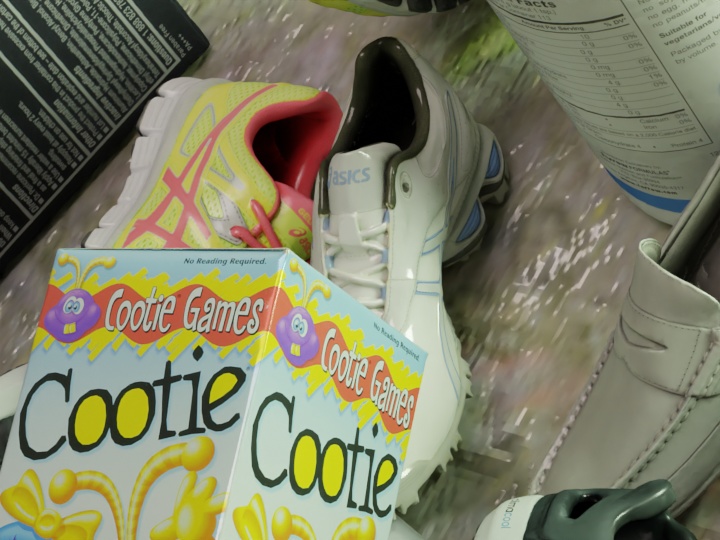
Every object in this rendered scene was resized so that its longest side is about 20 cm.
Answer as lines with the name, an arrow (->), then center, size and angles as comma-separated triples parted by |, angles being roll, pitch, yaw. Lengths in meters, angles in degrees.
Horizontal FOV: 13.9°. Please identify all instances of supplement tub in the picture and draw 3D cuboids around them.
supplement tub -> 0.113, -0.118, 1.089 | 0.131, 0.200, 0.132 | -18, 47, 21

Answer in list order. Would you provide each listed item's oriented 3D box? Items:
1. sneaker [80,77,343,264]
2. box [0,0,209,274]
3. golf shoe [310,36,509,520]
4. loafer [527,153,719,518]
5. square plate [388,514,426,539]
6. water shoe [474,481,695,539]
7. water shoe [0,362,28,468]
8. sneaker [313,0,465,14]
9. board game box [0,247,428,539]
sneaker -> -0.058, -0.005, 1.201 | 0.090, 0.078, 0.201 | -6, 53, 27
box -> -0.209, -0.105, 1.292 | 0.199, 0.200, 0.123 | -49, 45, -10
golf shoe -> 0.000, 0.000, 1.137 | 0.078, 0.097, 0.201 | -6, 51, 20
loafer -> 0.118, 0.015, 1.053 | 0.200, 0.070, 0.070 | -56, 35, 4
square plate -> -0.034, 0.174, 1.077 | 0.198, 0.028, 0.200 | -47, 44, -8
water shoe -> 0.078, 0.141, 0.950 | 0.079, 0.072, 0.200 | -18, 39, 15
water shoe -> -0.169, 0.116, 1.199 | 0.200, 0.072, 0.079 | -38, 77, -9
sneaker -> 0.011, -0.135, 1.200 | 0.090, 0.200, 0.079 | -12, 87, 40
board game box -> -0.061, 0.103, 1.031 | 0.103, 0.105, 0.201 | 0, 68, 33
